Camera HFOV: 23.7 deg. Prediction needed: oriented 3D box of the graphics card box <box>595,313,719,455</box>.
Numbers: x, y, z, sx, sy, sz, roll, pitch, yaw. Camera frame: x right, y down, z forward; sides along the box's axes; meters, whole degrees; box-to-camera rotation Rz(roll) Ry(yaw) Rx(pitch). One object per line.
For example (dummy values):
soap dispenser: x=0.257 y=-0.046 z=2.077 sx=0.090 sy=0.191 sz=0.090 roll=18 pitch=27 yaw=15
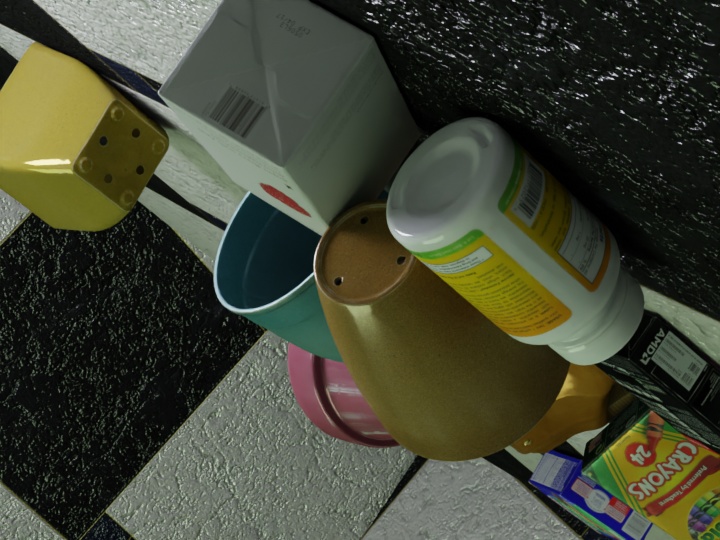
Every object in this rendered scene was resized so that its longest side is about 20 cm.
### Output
graphics card box: x=0.287 y=0.103 z=1.563 sx=0.200 sy=0.051 sz=0.125 roll=36 pitch=174 yaw=-24

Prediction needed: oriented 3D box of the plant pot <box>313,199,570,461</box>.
plant pot: x=0.049 y=0.032 z=1.376 sx=0.186 sy=0.186 sz=0.200 roll=29 pitch=170 yaw=37

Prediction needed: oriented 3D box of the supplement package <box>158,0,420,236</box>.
supplement package: x=-0.048 y=-0.119 z=1.322 sx=0.121 sy=0.120 sz=0.200 roll=31 pitch=173 yaw=19

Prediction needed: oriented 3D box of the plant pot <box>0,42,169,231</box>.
plant pot: x=-0.375 y=-0.167 z=2.315 sx=0.200 sy=0.196 sz=0.194 roll=17 pitch=163 yaw=48

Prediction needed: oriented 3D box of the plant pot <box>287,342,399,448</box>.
plant pot: x=0.053 y=0.091 z=1.762 sx=0.200 sy=0.200 sz=0.179 roll=38 pitch=163 yaw=-30

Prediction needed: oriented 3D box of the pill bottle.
pill bottle: x=0.122 y=-0.014 z=1.274 sx=0.200 sy=0.111 sz=0.111 roll=39 pitch=172 yaw=-33

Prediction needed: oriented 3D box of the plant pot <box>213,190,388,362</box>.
plant pot: x=0.000 y=0.000 z=1.597 sx=0.188 sy=0.200 sz=0.200 roll=37 pitch=173 yaw=-31

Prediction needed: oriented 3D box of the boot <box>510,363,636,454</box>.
boot: x=0.192 y=0.122 z=1.724 sx=0.201 sy=0.144 sz=0.071 roll=38 pitch=-157 yaw=-49

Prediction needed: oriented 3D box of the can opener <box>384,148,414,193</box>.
can opener: x=0.060 y=-0.067 z=1.493 sx=0.200 sy=0.079 sz=0.063 roll=41 pitch=-150 yaw=-26

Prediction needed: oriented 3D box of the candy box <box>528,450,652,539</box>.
candy box: x=0.393 y=0.387 z=2.922 sx=0.169 sy=0.077 sz=0.200 roll=35 pitch=174 yaw=-8

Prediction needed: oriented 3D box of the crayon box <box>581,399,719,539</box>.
crayon box: x=0.342 y=0.211 z=1.745 sx=0.200 sy=0.127 sz=0.051 roll=35 pitch=-146 yaw=-9
